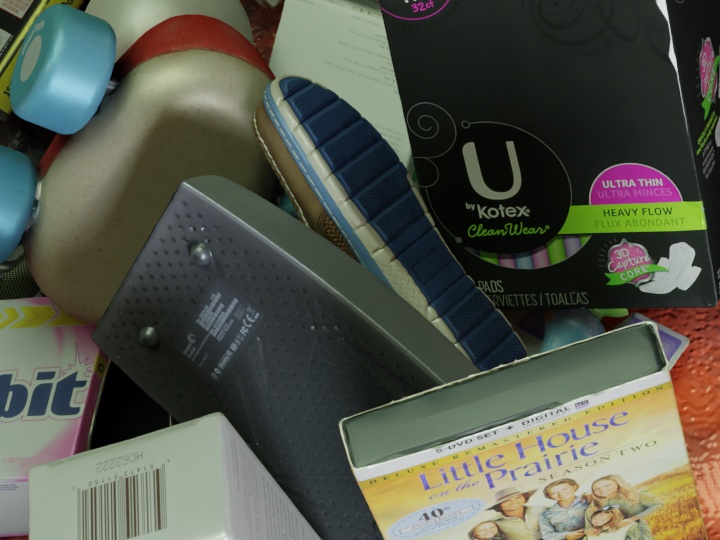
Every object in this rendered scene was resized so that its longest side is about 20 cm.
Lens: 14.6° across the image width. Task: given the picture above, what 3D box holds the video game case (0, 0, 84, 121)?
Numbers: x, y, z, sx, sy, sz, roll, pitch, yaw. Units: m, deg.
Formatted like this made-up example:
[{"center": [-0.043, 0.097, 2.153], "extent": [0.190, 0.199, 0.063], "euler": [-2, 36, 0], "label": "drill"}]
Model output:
[{"center": [-0.207, -0.191, 1.684], "extent": [0.181, 0.025, 0.200], "euler": [-57, 33, -2], "label": "video game case"}]

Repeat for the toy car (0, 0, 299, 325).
[{"center": [-0.111, -0.088, 1.488], "extent": [0.177, 0.184, 0.200], "euler": [-56, 26, 32], "label": "toy car"}]

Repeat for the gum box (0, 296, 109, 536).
[{"center": [-0.220, 0.082, 1.533], "extent": [0.199, 0.066, 0.114], "euler": [-4, 56, 23], "label": "gum box"}]

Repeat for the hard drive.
[{"center": [-0.024, 0.050, 1.346], "extent": [0.200, 0.135, 0.042], "euler": [39, 41, 5], "label": "hard drive"}]

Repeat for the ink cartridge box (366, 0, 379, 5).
[{"center": [0.104, -0.205, 1.557], "extent": [0.146, 0.083, 0.200], "euler": [9, 61, 46], "label": "ink cartridge box"}]

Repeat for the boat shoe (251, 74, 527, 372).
[{"center": [0.000, 0.000, 1.370], "extent": [0.072, 0.072, 0.200], "euler": [-36, 86, 30], "label": "boat shoe"}]

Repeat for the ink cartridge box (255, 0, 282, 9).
[{"center": [-0.025, -0.268, 1.623], "extent": [0.200, 0.084, 0.146], "euler": [-45, 29, 10], "label": "ink cartridge box"}]

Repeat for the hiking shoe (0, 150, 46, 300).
[{"center": [-0.143, -0.031, 1.555], "extent": [0.199, 0.101, 0.076], "euler": [-29, 50, 3], "label": "hiking shoe"}]

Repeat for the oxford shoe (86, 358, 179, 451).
[{"center": [-0.118, 0.126, 1.417], "extent": [0.071, 0.073, 0.201], "euler": [0, 83, 16], "label": "oxford shoe"}]

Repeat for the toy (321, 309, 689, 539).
[{"center": [0.062, 0.082, 1.414], "extent": [0.115, 0.047, 0.200], "euler": [28, 72, 37], "label": "toy"}]

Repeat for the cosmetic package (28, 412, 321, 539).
[{"center": [-0.069, 0.156, 1.323], "extent": [0.101, 0.200, 0.071], "euler": [-16, 51, 14], "label": "cosmetic package"}]

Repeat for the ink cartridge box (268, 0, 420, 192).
[{"center": [-0.010, -0.043, 1.516], "extent": [0.109, 0.050, 0.201], "euler": [22, 103, 35], "label": "ink cartridge box"}]

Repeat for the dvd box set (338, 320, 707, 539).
[{"center": [0.081, 0.102, 1.280], "extent": [0.146, 0.200, 0.029], "euler": [-18, 58, 2], "label": "dvd box set"}]

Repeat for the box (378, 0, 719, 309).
[{"center": [0.106, -0.095, 1.396], "extent": [0.148, 0.201, 0.124], "euler": [-1, 30, 21], "label": "box"}]
